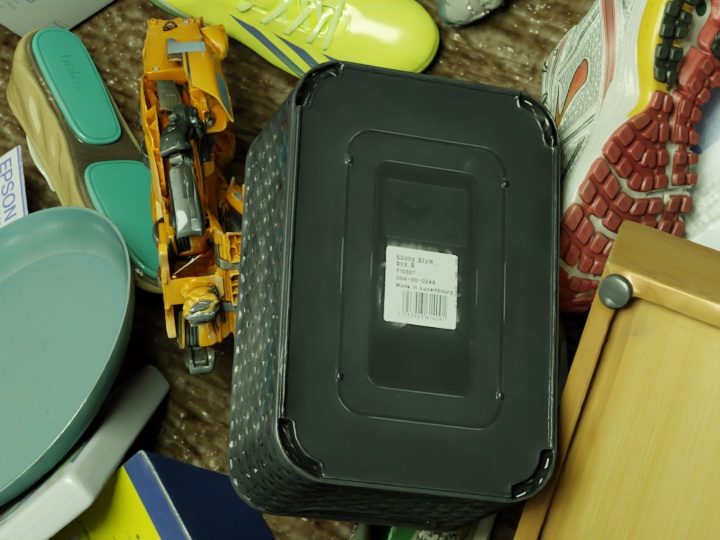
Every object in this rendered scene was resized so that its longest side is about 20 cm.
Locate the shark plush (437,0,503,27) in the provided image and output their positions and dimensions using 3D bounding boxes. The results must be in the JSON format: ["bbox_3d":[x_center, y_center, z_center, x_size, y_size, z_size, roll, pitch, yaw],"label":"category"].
[{"bbox_3d":[0.065,-0.241,1.136,0.083,0.090,0.202,-28,68,52],"label":"shark plush"}]

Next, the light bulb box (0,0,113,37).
[{"bbox_3d":[-0.177,-0.281,1.232,0.199,0.125,0.199,-30,65,16],"label":"light bulb box"}]

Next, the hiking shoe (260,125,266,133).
[{"bbox_3d":[0.000,0.000,1.098,0.086,0.074,0.202,-16,73,17],"label":"hiking shoe"}]

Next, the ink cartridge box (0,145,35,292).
[{"bbox_3d":[-0.258,0.052,1.208,0.199,0.043,0.199,-28,51,21],"label":"ink cartridge box"}]

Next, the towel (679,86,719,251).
[{"bbox_3d":[0.215,-0.022,1.023,0.147,0.024,0.201,-38,63,12],"label":"towel"}]

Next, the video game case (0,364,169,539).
[{"bbox_3d":[-0.193,0.137,1.101,0.181,0.200,0.023,-38,96,13],"label":"video game case"}]

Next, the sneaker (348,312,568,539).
[{"bbox_3d":[0.045,0.083,1.043,0.076,0.089,0.201,17,84,29],"label":"sneaker"}]

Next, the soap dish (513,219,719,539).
[{"bbox_3d":[0.158,0.094,0.965,0.157,0.081,0.201,22,99,25],"label":"soap dish"}]

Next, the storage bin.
[{"bbox_3d":[0.016,0.015,0.976,0.134,0.094,0.202,8,71,-16],"label":"storage bin"}]

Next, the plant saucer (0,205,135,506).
[{"bbox_3d":[-0.193,0.055,1.097,0.199,0.027,0.201,-25,43,26],"label":"plant saucer"}]

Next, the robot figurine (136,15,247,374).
[{"bbox_3d":[-0.086,-0.042,1.095,0.058,0.146,0.201,-7,41,-6],"label":"robot figurine"}]

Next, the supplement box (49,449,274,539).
[{"bbox_3d":[-0.139,0.204,1.093,0.200,0.109,0.110,-39,63,13],"label":"supplement box"}]

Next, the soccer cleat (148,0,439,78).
[{"bbox_3d":[-0.052,-0.154,1.152,0.199,0.084,0.065,22,84,19],"label":"soccer cleat"}]

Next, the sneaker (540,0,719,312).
[{"bbox_3d":[0.129,-0.073,1.037,0.082,0.078,0.201,16,80,50],"label":"sneaker"}]

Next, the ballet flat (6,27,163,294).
[{"bbox_3d":[-0.157,-0.054,1.209,0.063,0.068,0.201,-51,54,38],"label":"ballet flat"}]
